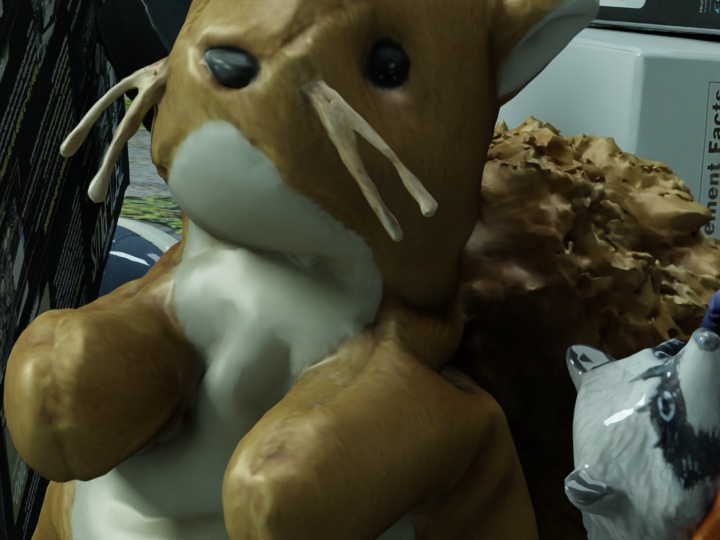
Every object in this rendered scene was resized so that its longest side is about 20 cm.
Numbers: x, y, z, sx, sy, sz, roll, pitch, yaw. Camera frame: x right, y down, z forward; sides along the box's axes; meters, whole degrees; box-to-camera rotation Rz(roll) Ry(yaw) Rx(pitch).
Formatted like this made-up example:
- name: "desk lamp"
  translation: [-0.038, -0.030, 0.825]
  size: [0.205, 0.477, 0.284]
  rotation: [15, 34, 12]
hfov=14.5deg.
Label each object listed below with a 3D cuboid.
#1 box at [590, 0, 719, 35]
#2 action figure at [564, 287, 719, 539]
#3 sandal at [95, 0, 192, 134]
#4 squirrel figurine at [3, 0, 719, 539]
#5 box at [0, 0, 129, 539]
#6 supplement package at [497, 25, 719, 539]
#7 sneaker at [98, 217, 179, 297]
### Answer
- name: "box"
  translation: [0.110, -0.109, 0.934]
  size: [0.116, 0.061, 0.200]
  rotation: [0, 8, -32]
- name: "action figure"
  translation: [0.131, 0.040, 0.538]
  size: [0.192, 0.105, 0.200]
  rotation: [7, -20, 10]
- name: "sandal"
  translation: [-0.001, 0.000, 0.773]
  size: [0.048, 0.201, 0.075]
  rotation: [-33, 2, 15]
- name: "squirrel figurine"
  translation: [0.000, 0.014, 0.625]
  size: [0.141, 0.188, 0.200]
  rotation: [10, 9, 32]
- name: "box"
  translation: [-0.119, -0.038, 0.735]
  size: [0.086, 0.165, 0.200]
  rotation: [2, 36, 4]
- name: "supplement package"
  translation: [0.134, 0.004, 0.902]
  size: [0.199, 0.152, 0.152]
  rotation: [2, 8, -23]
- name: "sneaker"
  translation: [-0.144, 0.019, 0.915]
  size: [0.199, 0.076, 0.084]
  rotation: [-2, 1, 30]
